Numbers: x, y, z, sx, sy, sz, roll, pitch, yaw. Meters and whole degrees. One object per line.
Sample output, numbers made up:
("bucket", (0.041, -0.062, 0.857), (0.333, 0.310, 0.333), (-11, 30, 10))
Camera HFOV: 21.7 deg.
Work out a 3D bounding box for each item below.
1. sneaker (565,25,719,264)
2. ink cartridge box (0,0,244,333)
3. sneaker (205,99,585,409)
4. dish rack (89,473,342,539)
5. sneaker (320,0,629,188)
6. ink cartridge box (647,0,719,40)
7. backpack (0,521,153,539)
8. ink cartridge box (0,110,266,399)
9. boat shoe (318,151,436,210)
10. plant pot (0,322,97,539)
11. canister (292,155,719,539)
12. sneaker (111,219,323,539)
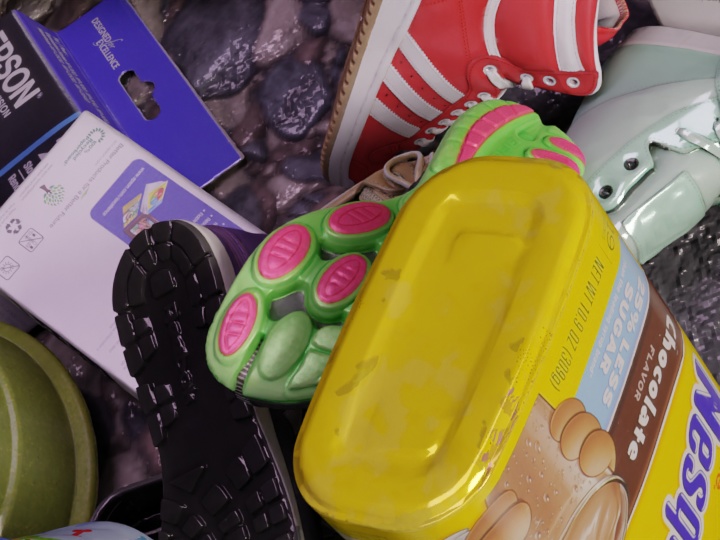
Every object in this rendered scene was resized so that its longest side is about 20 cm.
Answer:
("sneaker", (0.162, -0.038, 0.774), (0.200, 0.074, 0.118), (10, 56, 48))
("ink cartridge box", (-0.186, -0.061, 1.038), (0.200, 0.043, 0.198), (-38, 45, 0))
("sneaker", (0.019, 0.007, 0.732), (0.077, 0.084, 0.200), (38, 45, 21))
("dish rack", (-0.035, 0.167, 0.762), (0.153, 0.055, 0.200), (-20, 49, 20))
("sneaker", (0.052, -0.094, 0.861), (0.112, 0.200, 0.071), (17, 53, -4))
("ink cartridge box", (0.181, -0.165, 0.775), (0.146, 0.200, 0.084), (10, 60, 36))
("backpack", (-0.128, 0.195, 0.674), (0.183, 0.147, 0.200), (-24, 74, 29))
("ink cartridge box", (-0.090, 0.013, 0.900), (0.200, 0.039, 0.099), (35, 78, 27))
("boat shoe", (-0.002, -0.001, 0.826), (0.200, 0.063, 0.073), (-30, 61, -3))
("plant pot", (-0.250, 0.080, 0.833), (0.200, 0.190, 0.200), (-10, 63, 20))
("canister", (0.070, 0.072, 0.663), (0.086, 0.200, 0.149), (6, 61, 36))
("sneaker", (-0.031, 0.077, 0.741), (0.076, 0.087, 0.200), (-18, 76, 38))
